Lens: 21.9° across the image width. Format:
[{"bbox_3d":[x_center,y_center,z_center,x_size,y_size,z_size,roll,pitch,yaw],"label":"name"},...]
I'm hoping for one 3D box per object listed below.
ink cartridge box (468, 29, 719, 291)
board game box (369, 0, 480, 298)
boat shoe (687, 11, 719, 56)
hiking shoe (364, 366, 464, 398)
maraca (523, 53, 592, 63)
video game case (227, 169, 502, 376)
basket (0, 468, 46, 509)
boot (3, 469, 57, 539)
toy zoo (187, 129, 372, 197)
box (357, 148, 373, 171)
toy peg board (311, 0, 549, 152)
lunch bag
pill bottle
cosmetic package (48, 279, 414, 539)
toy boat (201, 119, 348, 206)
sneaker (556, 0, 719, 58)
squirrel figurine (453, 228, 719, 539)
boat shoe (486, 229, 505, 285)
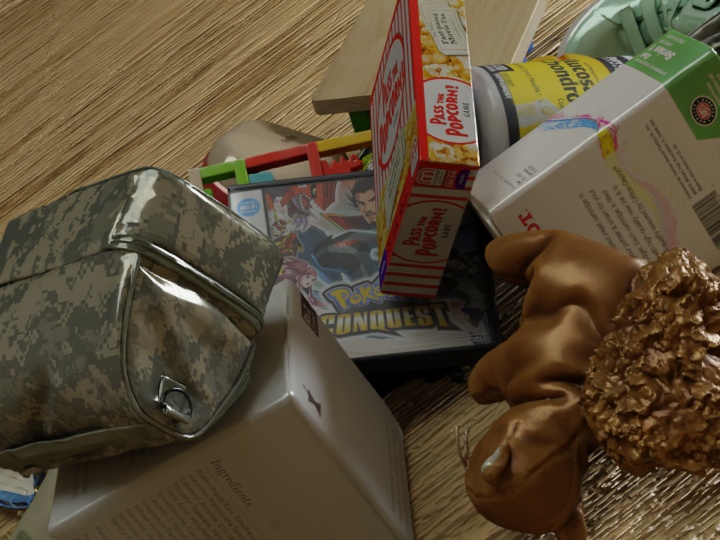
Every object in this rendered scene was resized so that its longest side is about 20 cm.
[{"bbox_3d":[0.194,-0.055,1.351,0.200,0.145,0.084,-36,23,-1],"label":"ink cartridge box"},{"bbox_3d":[0.046,-0.104,1.391,0.046,0.152,0.200,5,50,-9],"label":"board game box"},{"bbox_3d":[0.346,-0.219,1.549,0.200,0.071,0.072,-42,25,-17],"label":"boat shoe"},{"bbox_3d":[-0.020,0.061,1.441,0.200,0.076,0.101,-7,33,1],"label":"hiking shoe"},{"bbox_3d":[0.141,-0.112,1.576,0.200,0.107,0.137,-36,-17,32],"label":"maraca"},{"bbox_3d":[0.000,0.000,1.433,0.200,0.026,0.181,-6,54,1],"label":"video game case"},{"bbox_3d":[-0.330,0.144,1.642,0.200,0.139,0.176,-13,9,-34],"label":"basket"},{"bbox_3d":[-0.239,0.166,1.522,0.155,0.072,0.200,-60,29,12],"label":"boot"},{"bbox_3d":[-0.030,-0.039,1.502,0.200,0.131,0.020,-13,-13,0],"label":"toy zoo"},{"bbox_3d":[0.020,-0.081,1.621,0.193,0.048,0.200,-53,8,-8],"label":"box"},{"bbox_3d":[0.084,-0.191,1.844,0.199,0.098,0.200,-4,36,24],"label":"toy peg board"},{"bbox_3d":[-0.167,0.046,1.234,0.200,0.139,0.168,-14,49,43],"label":"lunch bag"},{"bbox_3d":[0.172,-0.108,1.441,0.200,0.112,0.112,-6,16,-19],"label":"pill bottle"},{"bbox_3d":[-0.088,0.147,1.317,0.200,0.165,0.165,-29,26,13],"label":"cosmetic package"},{"bbox_3d":[-0.089,-0.064,1.785,0.200,0.130,0.131,-56,-17,-77],"label":"toy boat"},{"bbox_3d":[0.268,-0.217,1.637,0.200,0.074,0.118,-28,18,9],"label":"sneaker"},{"bbox_3d":[0.147,0.080,1.183,0.200,0.142,0.187,-10,40,48],"label":"squirrel figurine"},{"bbox_3d":[0.106,-0.034,1.521,0.199,0.068,0.074,-20,28,30],"label":"boat shoe"}]
